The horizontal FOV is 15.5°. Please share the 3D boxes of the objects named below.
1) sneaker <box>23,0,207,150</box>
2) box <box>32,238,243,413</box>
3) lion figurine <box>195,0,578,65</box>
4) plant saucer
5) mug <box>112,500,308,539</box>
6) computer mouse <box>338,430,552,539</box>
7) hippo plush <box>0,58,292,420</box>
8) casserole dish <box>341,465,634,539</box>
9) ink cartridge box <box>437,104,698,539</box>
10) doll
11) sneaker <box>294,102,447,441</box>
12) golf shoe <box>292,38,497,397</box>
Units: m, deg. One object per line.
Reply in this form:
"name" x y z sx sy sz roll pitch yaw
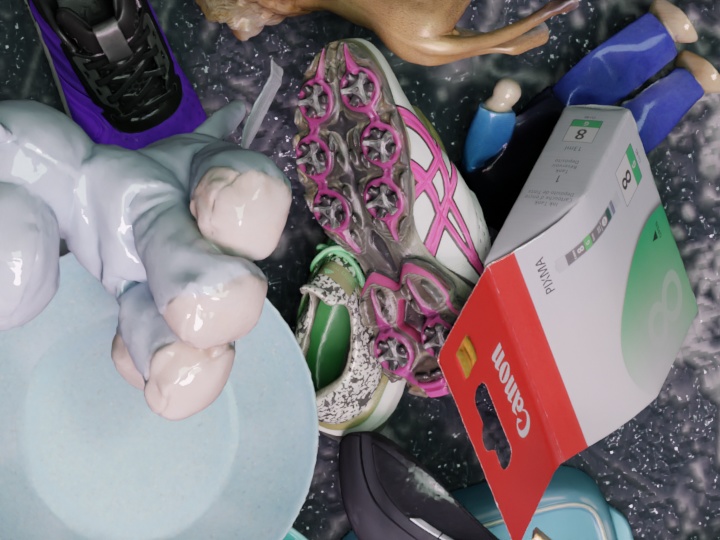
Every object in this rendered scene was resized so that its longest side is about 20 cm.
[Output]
"sneaker" -0.138 -0.120 1.456 0.069 0.099 0.201 -30 101 -8
"box" -0.151 0.020 1.487 0.200 0.060 0.117 45 84 -14
"lion figurine" 0.010 -0.153 1.466 0.122 0.199 0.073 -29 126 -40
"plant saucer" -0.123 0.085 1.437 0.200 0.039 0.202 2 83 -16
"mug" -0.072 0.229 1.476 0.185 0.115 0.152 34 62 11
"computer mouse" 0.062 0.162 1.467 0.200 0.140 0.046 44 64 2
"hippo plush" -0.131 -0.035 1.345 0.160 0.159 0.201 16 74 -16
"casserole dish" 0.076 0.191 1.570 0.199 0.039 0.122 -15 99 -13
"ink cartridge box" 0.120 0.032 1.481 0.201 0.050 0.161 -62 142 -38
"doll" 0.121 -0.067 1.551 0.200 0.048 0.137 -37 119 -7
"sneaker" 0.000 0.000 1.496 0.076 0.089 0.201 11 92 20
"golf shoe" 0.023 -0.036 1.453 0.092 0.072 0.201 -38 113 -53
